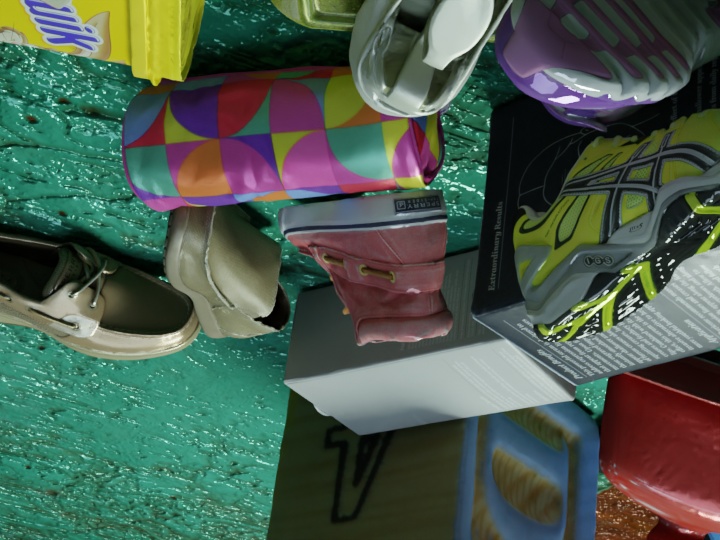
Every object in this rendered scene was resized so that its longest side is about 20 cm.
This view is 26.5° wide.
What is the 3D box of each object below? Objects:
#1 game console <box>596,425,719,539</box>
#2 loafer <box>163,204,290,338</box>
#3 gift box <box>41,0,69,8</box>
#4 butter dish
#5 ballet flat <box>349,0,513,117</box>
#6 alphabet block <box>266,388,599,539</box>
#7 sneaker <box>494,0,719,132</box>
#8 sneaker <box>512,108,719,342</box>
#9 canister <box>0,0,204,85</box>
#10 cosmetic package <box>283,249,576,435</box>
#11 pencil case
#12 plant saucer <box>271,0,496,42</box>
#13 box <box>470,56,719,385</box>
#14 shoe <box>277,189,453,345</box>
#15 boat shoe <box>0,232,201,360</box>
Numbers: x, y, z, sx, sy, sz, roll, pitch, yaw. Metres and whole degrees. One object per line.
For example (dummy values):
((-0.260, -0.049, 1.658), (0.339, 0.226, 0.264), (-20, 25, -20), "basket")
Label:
((0.289, 0.186, 1.275), (0.175, 0.117, 0.200), (15, 149, -13), "game console")
((-0.090, -0.008, 1.078), (0.067, 0.077, 0.200), (3, 160, 8), "loafer")
((-0.150, -0.241, 0.580), (0.199, 0.185, 0.187), (29, 136, -27), "gift box")
((0.241, 0.134, 1.079), (0.199, 0.149, 0.199), (17, -174, 9), "butter dish")
((0.035, -0.118, 0.756), (0.069, 0.070, 0.200), (15, 150, -13), "ballet flat")
((0.062, 0.192, 1.262), (0.199, 0.197, 0.195), (-17, 140, 37), "alphabet block")
((0.114, -0.103, 0.742), (0.088, 0.081, 0.200), (-40, 172, 34), "sneaker")
((0.146, -0.043, 0.750), (0.200, 0.077, 0.075), (-39, 154, 31), "sneaker")
((-0.181, -0.178, 0.784), (0.199, 0.087, 0.149), (10, 150, -1), "canister")
((0.053, 0.055, 1.137), (0.199, 0.091, 0.107), (-9, 147, 33), "cosmetic package")
((-0.044, -0.085, 0.920), (0.199, 0.089, 0.088), (-6, 148, 19), "pencil case")
((0.037, -0.179, 0.766), (0.198, 0.048, 0.200), (5, 150, 5), "plant saucer")
((0.175, -0.039, 0.874), (0.199, 0.149, 0.107), (-19, 141, 39), "box")
((0.000, 0.000, 0.976), (0.071, 0.092, 0.200), (-6, -178, -22), "shoe")
((-0.216, 0.016, 1.145), (0.199, 0.072, 0.065), (11, 151, -2), "boat shoe")
